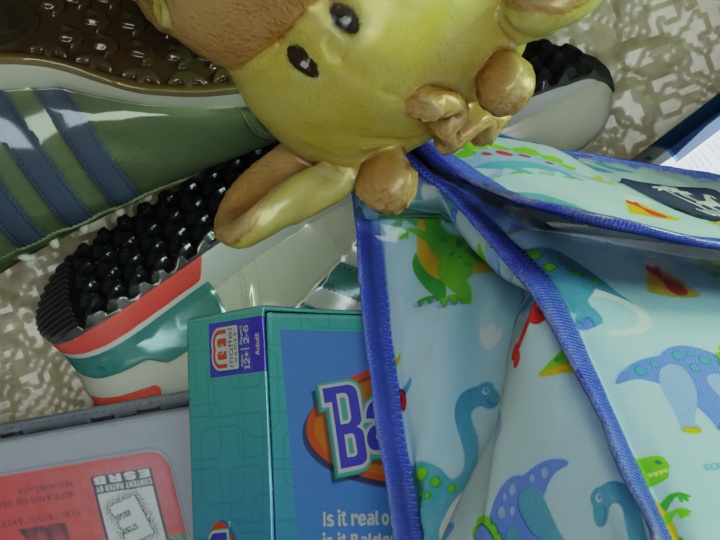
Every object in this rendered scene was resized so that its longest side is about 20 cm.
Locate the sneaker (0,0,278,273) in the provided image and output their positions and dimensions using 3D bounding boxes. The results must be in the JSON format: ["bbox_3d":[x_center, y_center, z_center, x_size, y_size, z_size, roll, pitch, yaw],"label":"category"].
[{"bbox_3d":[-0.107,-0.038,0.907,0.199,0.067,0.090,-3,129,-19],"label":"sneaker"}]

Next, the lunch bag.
[{"bbox_3d":[0.097,0.043,0.821,0.170,0.200,0.128,8,132,-30],"label":"lunch bag"}]

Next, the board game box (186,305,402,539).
[{"bbox_3d":[0.025,0.112,0.869,0.152,0.045,0.201,3,83,-36],"label":"board game box"}]

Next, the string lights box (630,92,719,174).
[{"bbox_3d":[0.185,-0.044,0.956,0.200,0.059,0.103,-37,93,0],"label":"string lights box"}]

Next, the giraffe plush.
[{"bbox_3d":[-0.014,-0.095,0.803,0.199,0.163,0.173,11,133,-18],"label":"giraffe plush"}]

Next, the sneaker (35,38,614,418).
[{"bbox_3d":[0.000,0.000,0.956,0.199,0.070,0.094,-29,116,-2],"label":"sneaker"}]

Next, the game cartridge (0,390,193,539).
[{"bbox_3d":[-0.084,0.111,0.929,0.199,0.041,0.134,-11,101,21],"label":"game cartridge"}]
